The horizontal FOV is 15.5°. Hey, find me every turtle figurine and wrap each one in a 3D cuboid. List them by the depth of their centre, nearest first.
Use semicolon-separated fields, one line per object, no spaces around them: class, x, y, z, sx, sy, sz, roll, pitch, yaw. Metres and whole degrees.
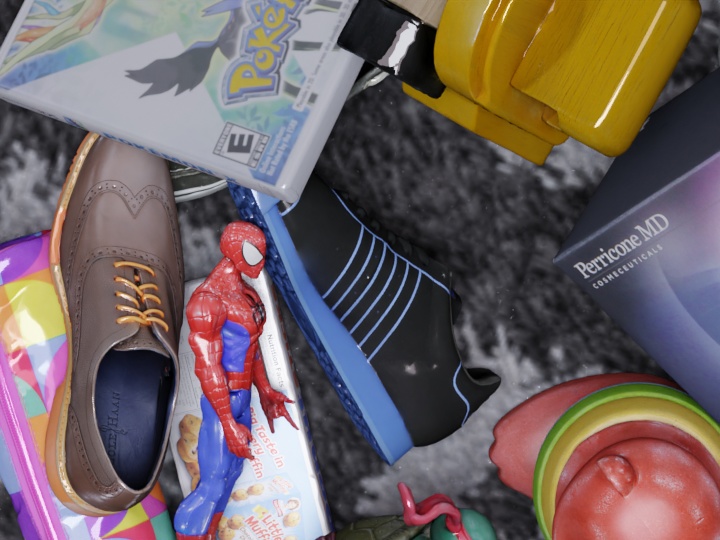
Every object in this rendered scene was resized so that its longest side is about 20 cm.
turtle figurine;0.006;0.173;1.274;0.200;0.150;0.101;-28;67;11

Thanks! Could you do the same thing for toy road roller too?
toy road roller;0.098;-0.111;1.260;0.146;0.200;0.123;33;96;29

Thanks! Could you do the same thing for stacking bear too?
stacking bear;0.133;0.112;1.283;0.114;0.200;0.122;-33;91;5

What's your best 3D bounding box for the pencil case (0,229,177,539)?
pencil case;-0.159;0.076;1.356;0.088;0.088;0.200;-21;92;4

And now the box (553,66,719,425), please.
box;0.235;-0.010;1.244;0.198;0.123;0.200;44;138;-9

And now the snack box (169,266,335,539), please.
snack box;-0.060;0.101;1.381;0.072;0.024;0.200;-14;93;5

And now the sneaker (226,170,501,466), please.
sneaker;0.000;0.000;1.340;0.078;0.070;0.200;-31;111;-9

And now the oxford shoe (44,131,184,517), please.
oxford shoe;-0.111;0.020;1.301;0.071;0.073;0.200;4;81;-26

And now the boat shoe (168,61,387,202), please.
boat shoe;-0.046;-0.099;1.348;0.200;0.064;0.071;-32;91;5

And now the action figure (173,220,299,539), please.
action figure;-0.065;0.072;1.320;0.052;0.065;0.200;7;108;16

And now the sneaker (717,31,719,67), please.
sneaker;0.245;-0.135;1.326;0.115;0.075;0.200;38;96;3

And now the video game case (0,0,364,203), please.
video game case;-0.069;-0.150;1.310;0.182;0.022;0.200;20;79;24
